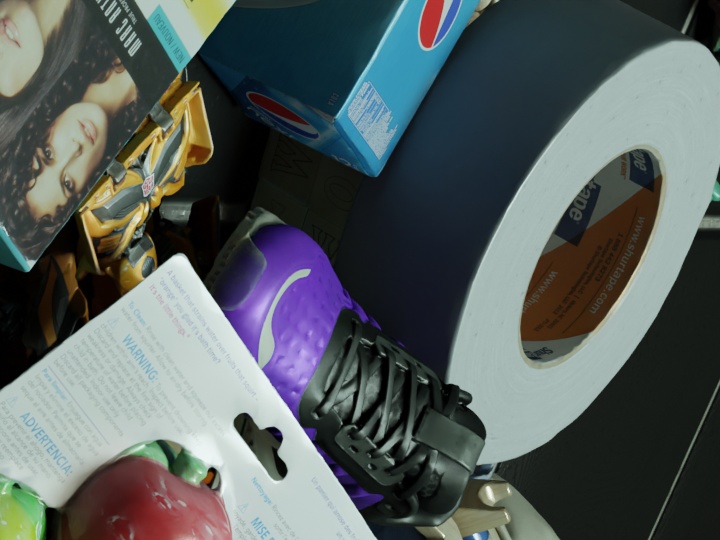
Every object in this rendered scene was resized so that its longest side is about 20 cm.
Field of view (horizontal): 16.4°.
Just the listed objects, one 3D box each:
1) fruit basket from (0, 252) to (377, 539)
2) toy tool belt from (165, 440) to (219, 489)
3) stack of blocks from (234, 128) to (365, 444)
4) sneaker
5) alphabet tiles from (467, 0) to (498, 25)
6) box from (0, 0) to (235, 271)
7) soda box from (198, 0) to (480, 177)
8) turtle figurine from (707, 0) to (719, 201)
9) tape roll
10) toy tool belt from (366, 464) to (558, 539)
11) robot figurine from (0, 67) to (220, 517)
[{"bbox_3d":[-0.102,0.112,0.866,0.200,0.094,0.186,-42,129,-11],"label":"fruit basket"},{"bbox_3d":[-0.108,0.151,0.987,0.200,0.124,0.123,-54,132,-22],"label":"toy tool belt"},{"bbox_3d":[0.000,0.000,1.089,0.115,0.058,0.201,-19,133,-51],"label":"stack of blocks"},{"bbox_3d":[0.000,0.046,0.943,0.070,0.099,0.200,-60,158,-14],"label":"sneaker"},{"bbox_3d":[0.048,-0.104,1.164,0.195,0.015,0.201,-8,123,-65],"label":"alphabet tiles"},{"bbox_3d":[-0.080,-0.104,0.777,0.200,0.049,0.082,-55,140,-21],"label":"box"},{"bbox_3d":[0.021,-0.144,0.974,0.201,0.068,0.064,-60,157,-10],"label":"soda box"},{"bbox_3d":[0.255,-0.138,1.504,0.149,0.101,0.200,-12,143,-46],"label":"turtle figurine"},{"bbox_3d":[0.074,-0.020,1.057,0.200,0.066,0.201,-39,147,-33],"label":"tape roll"},{"bbox_3d":[0.027,0.149,1.203,0.124,0.123,0.200,-27,-159,18],"label":"toy tool belt"},{"bbox_3d":[-0.093,0.000,0.886,0.145,0.058,0.201,-52,157,-35],"label":"robot figurine"}]
